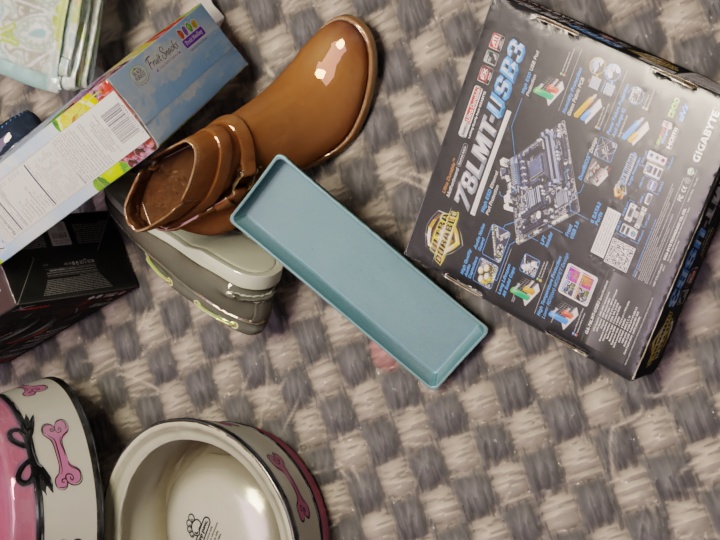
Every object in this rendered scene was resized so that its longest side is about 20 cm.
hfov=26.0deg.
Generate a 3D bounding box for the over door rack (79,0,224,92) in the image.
[{"bbox_3d":[-0.207,-0.253,1.275,0.147,0.067,0.201,-26,95,33],"label":"over door rack"}]

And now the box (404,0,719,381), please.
[{"bbox_3d":[0.146,-0.059,1.065,0.197,0.049,0.202,29,110,28],"label":"box"}]

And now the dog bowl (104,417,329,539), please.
[{"bbox_3d":[-0.110,0.212,1.249,0.198,0.074,0.203,5,98,33],"label":"dog bowl"}]

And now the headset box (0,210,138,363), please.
[{"bbox_3d":[-0.312,0.027,1.317,0.199,0.148,0.076,-28,80,31],"label":"headset box"}]

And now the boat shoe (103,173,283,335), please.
[{"bbox_3d":[-0.141,-0.017,1.245,0.201,0.072,0.061,33,126,35],"label":"boat shoe"}]

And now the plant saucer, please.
[{"bbox_3d":[0.000,0.000,1.144,0.200,0.019,0.070,40,117,-1],"label":"plant saucer"}]

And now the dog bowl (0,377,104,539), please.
[{"bbox_3d":[-0.286,0.193,1.310,0.199,0.073,0.203,5,95,58],"label":"dog bowl"}]

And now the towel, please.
[{"bbox_3d":[-0.291,-0.248,1.251,0.198,0.048,0.173,21,114,16],"label":"towel"}]

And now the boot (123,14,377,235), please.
[{"bbox_3d":[-0.079,-0.101,1.145,0.074,0.154,0.201,43,116,21],"label":"boot"}]

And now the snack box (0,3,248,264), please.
[{"bbox_3d":[-0.202,-0.103,1.194,0.199,0.169,0.068,-33,102,31],"label":"snack box"}]

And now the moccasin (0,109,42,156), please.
[{"bbox_3d":[-0.358,-0.091,1.373,0.199,0.080,0.069,-32,90,31],"label":"moccasin"}]
